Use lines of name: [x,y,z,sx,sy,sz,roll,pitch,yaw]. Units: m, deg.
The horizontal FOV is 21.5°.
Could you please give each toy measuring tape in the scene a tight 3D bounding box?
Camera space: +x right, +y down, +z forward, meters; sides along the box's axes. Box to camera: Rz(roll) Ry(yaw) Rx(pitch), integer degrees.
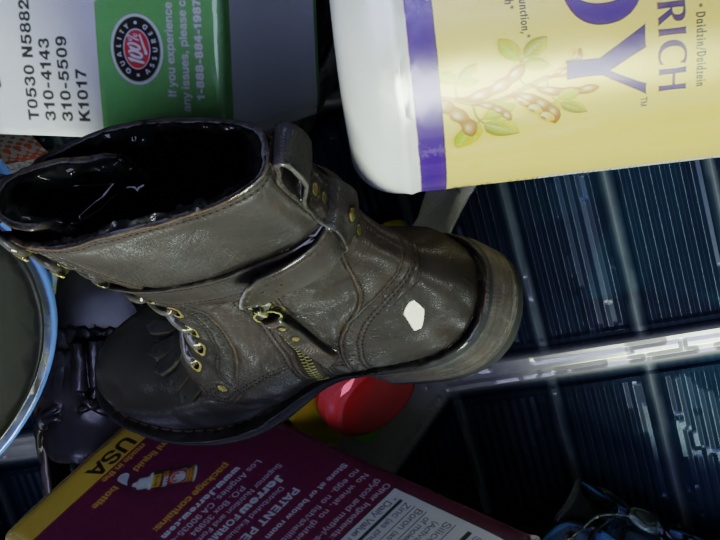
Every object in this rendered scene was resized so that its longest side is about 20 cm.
toy measuring tape: [0.000,0.000,0.728,0.074,0.074,0.200,23,118,2]

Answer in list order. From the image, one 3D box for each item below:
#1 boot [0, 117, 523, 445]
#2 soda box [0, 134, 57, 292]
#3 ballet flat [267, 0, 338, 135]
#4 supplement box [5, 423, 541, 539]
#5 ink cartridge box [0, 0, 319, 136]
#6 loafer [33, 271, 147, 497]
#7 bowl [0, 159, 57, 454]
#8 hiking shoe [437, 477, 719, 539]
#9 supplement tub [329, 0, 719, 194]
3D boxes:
boot: [-0.059,-0.001,0.634,0.200,0.174,0.069,-16,65,32]
soda box: [-0.214,-0.009,0.705,0.068,0.200,0.064,43,135,40]
ballet flat: [-0.039,-0.078,0.714,0.066,0.057,0.200,23,116,1]
supplement box: [-0.019,0.141,0.714,0.200,0.103,0.131,20,142,43]
ink cartridge box: [-0.122,-0.124,0.669,0.200,0.084,0.145,4,104,22]
loafer: [-0.101,0.082,0.793,0.072,0.063,0.200,1,113,11]
bowl: [-0.199,0.030,0.651,0.201,0.039,0.201,-20,138,-19]
hiking shoe: [0.107,0.127,0.762,0.200,0.074,0.087,-8,112,15]
supplement tub: [0.089,-0.106,0.616,0.200,0.145,0.145,-7,112,2]
